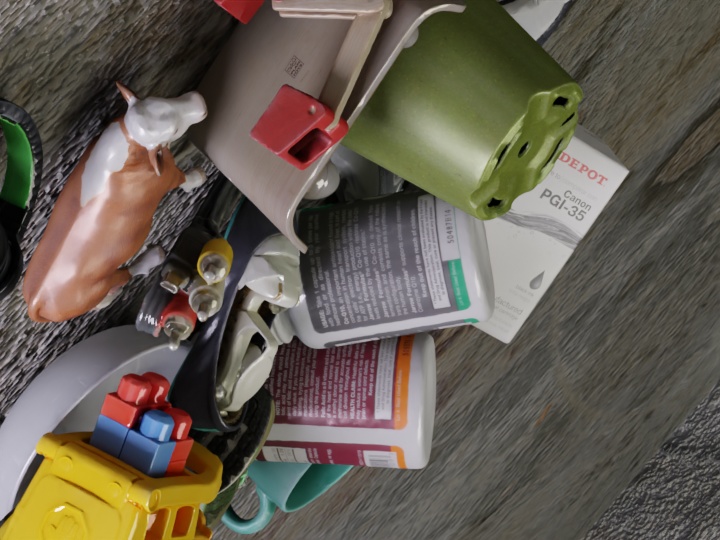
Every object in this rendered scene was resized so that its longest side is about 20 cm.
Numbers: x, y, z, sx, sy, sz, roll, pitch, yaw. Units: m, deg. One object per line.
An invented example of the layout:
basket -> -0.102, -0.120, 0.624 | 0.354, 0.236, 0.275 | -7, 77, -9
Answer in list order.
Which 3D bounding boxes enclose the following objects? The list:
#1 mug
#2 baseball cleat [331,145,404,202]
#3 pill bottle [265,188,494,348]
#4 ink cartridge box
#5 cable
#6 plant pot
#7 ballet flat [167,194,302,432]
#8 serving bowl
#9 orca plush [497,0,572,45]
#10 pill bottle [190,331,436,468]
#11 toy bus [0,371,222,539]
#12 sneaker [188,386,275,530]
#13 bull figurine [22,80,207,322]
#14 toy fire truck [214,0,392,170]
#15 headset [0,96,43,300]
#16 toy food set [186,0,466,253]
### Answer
mug -> -0.064, 0.134, 1.639 | 0.185, 0.114, 0.152 | -38, 163, -27
baseball cleat -> 0.021, -0.065, 1.561 | 0.106, 0.070, 0.200 | -43, 158, -17
pill bottle -> 0.000, 0.000, 1.443 | 0.199, 0.113, 0.113 | -10, 159, 9
ink cartridge box -> 0.125, -0.058, 1.662 | 0.200, 0.146, 0.083 | -56, -157, 13
cable -> -0.108, -0.013, 1.311 | 0.097, 0.050, 0.200 | -56, -174, 31
plant pot -> 0.058, -0.139, 1.351 | 0.200, 0.190, 0.200 | -42, 157, -22
ballet flat -> -0.080, 0.031, 1.363 | 0.073, 0.073, 0.200 | 13, 99, -66
serving bowl -> -0.212, 0.116, 1.396 | 0.200, 0.066, 0.200 | -42, 157, -23
orca plush -> 0.099, -0.201, 1.541 | 0.105, 0.071, 0.200 | 43, 79, -24
pill bottle -> -0.041, 0.103, 1.511 | 0.114, 0.199, 0.115 | 3, 90, -83
toy bus -> -0.166, 0.170, 1.341 | 0.200, 0.135, 0.192 | 11, 100, -68
sneaker -> -0.120, 0.159, 1.465 | 0.089, 0.077, 0.200 | -17, 149, -56
bull figurine -> -0.160, -0.050, 1.230 | 0.200, 0.065, 0.121 | -53, 165, 20
toy fire truck -> -0.029, -0.182, 1.174 | 0.200, 0.141, 0.049 | -52, 159, 4
headset -> -0.268, -0.018, 1.096 | 0.200, 0.094, 0.123 | -66, 154, -3
toy food set -> -0.026, -0.130, 1.246 | 0.060, 0.144, 0.200 | 22, 107, -47
